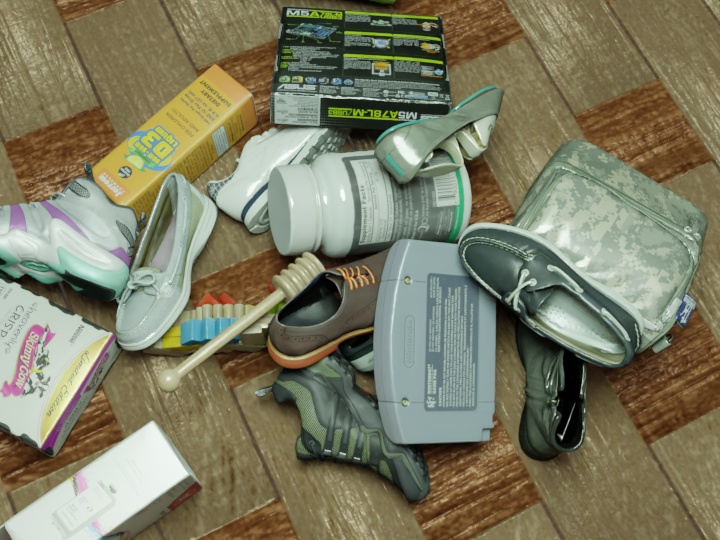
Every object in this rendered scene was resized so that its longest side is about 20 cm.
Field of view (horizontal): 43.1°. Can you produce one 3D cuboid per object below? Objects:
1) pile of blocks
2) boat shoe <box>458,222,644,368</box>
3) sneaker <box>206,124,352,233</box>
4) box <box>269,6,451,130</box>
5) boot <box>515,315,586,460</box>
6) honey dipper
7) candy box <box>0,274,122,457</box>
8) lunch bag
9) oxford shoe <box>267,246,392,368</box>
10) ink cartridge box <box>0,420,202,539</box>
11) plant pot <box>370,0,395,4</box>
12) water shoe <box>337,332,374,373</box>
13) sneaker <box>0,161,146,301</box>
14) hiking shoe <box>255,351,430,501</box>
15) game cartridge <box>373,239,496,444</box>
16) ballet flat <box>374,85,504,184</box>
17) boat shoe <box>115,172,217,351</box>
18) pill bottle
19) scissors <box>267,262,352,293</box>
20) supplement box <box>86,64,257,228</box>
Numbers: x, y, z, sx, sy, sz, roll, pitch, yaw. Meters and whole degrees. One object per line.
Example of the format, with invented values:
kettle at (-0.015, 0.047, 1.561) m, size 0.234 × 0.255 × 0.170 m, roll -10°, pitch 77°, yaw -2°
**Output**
pile of blocks at (-0.131, 0.049, 0.963) m, size 0.200 × 0.082 × 0.062 m, roll -3°, pitch 71°, yaw -4°
boat shoe at (0.178, 0.022, 0.871) m, size 0.200 × 0.076 × 0.060 m, roll 27°, pitch 34°, yaw 10°
sneaker at (-0.086, -0.137, 1.042) m, size 0.080 × 0.076 × 0.200 m, roll 37°, pitch 70°, yaw 19°
box at (0.000, -0.236, 1.056) m, size 0.200 × 0.048 × 0.193 m, roll 2°, pitch 42°, yaw -3°
boot at (0.207, 0.095, 0.942) m, size 0.068 × 0.131 × 0.200 m, roll 5°, pitch 70°, yaw -2°
honey dipper at (-0.117, 0.055, 0.901) m, size 0.200 × 0.038 × 0.038 m, roll -40°, pitch 77°, yaw -20°
candy box at (-0.372, 0.086, 0.946) m, size 0.200 × 0.061 × 0.136 m, roll 26°, pitch 70°, yaw 5°
lunch bag at (0.250, -0.018, 0.955) m, size 0.200 × 0.139 × 0.168 m, roll 34°, pitch 45°, yaw 5°
oxford shoe at (-0.004, 0.024, 0.911) m, size 0.200 × 0.073 × 0.071 m, roll -35°, pitch 65°, yaw -23°
ink cartridge box at (-0.256, 0.236, 0.870) m, size 0.200 × 0.116 × 0.068 m, roll -34°, pitch 76°, yaw -13°
plant pot at (-0.027, -0.410, 1.097) m, size 0.190 × 0.200 × 0.200 m, roll 19°, pitch 69°, yaw -11°
water shoe at (0.057, 0.023, 0.980) m, size 0.200 × 0.071 × 0.079 m, roll -41°, pitch 98°, yaw -15°
sneaker at (-0.322, -0.059, 0.946) m, size 0.200 × 0.078 × 0.140 m, roll 18°, pitch 64°, yaw -5°
hiking shoe at (-0.014, 0.170, 0.942) m, size 0.101 × 0.076 × 0.200 m, roll -43°, pitch 82°, yaw 6°
game cartridge at (0.076, 0.071, 0.912) m, size 0.133 × 0.042 × 0.200 m, roll 5°, pitch 84°, yaw -27°
ballet flat at (0.095, -0.136, 0.947) m, size 0.200 × 0.067 × 0.064 m, roll -28°, pitch 78°, yaw -40°
boat shoe at (-0.215, -0.010, 0.967) m, size 0.074 × 0.065 × 0.202 m, roll -3°, pitch 54°, yaw 35°
pill bottle at (0.008, -0.074, 0.981) m, size 0.200 × 0.113 × 0.113 m, roll -7°, pitch 70°, yaw -19°
scissors at (0.000, 0.000, 0.987) m, size 0.200 × 0.073 × 0.014 m, roll -7°, pitch 103°, yaw 3°
supplement box at (-0.210, -0.139, 1.035) m, size 0.067 × 0.069 × 0.200 m, roll 40°, pitch 75°, yaw 13°
